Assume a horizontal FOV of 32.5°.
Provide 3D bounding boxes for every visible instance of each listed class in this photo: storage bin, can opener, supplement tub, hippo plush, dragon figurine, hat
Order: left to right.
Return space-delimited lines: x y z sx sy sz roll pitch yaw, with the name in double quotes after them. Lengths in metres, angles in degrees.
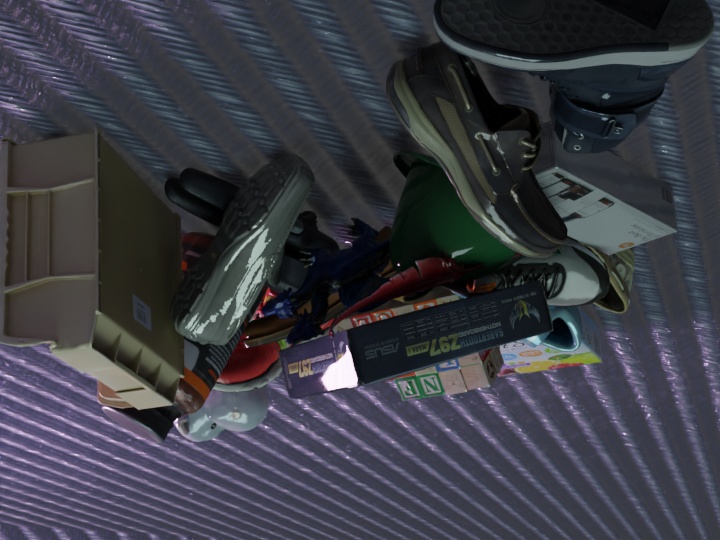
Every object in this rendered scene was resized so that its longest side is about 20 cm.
-0.237 0.007 1.109 0.092 0.201 0.200 -9 158 10 "storage bin"
-0.180 0.069 1.243 0.106 0.202 0.107 24 159 10 "supplement tub"
-0.183 0.110 1.427 0.197 0.163 0.159 -7 159 15 "hippo plush"
-0.098 -0.044 1.179 0.063 0.080 0.199 -26 136 34 "can opener"
0.000 0.000 1.152 0.198 0.100 0.059 -25 118 -3 "dragon figurine"
0.055 0.009 1.079 0.199 0.178 0.165 32 173 -28 "hat"

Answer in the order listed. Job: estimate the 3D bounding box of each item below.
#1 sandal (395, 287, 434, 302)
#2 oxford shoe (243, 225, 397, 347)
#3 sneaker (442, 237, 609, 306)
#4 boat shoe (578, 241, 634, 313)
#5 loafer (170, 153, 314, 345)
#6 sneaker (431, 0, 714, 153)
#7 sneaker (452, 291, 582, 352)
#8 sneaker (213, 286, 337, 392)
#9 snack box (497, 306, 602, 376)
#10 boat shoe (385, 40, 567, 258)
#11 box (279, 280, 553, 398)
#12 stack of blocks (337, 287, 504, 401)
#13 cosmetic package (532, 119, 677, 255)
0.062 0.006 1.316 0.197 0.055 0.082 -4 160 4 "sandal"
-0.040 0.018 1.273 0.198 0.072 0.071 -28 180 6 "oxford shoe"
0.143 0.004 1.187 0.197 0.080 0.075 11 123 -3 "sneaker"
0.223 -0.010 1.272 0.198 0.064 0.073 19 152 -41 "boat shoe"
-0.099 -0.017 1.129 0.069 0.070 0.201 24 112 -35 "loafer"
0.136 -0.145 0.900 0.199 0.078 0.146 2 156 -12 "sneaker"
0.166 0.034 1.284 0.198 0.083 0.074 18 129 -36 "sneaker"
-0.103 0.061 1.344 0.076 0.199 0.086 25 130 32 "sneaker"
0.199 0.073 1.501 0.140 0.054 0.200 -12 156 23 "snack box"
0.103 -0.092 0.949 0.073 0.075 0.200 -33 113 28 "boat shoe"
0.046 0.063 1.088 0.198 0.052 0.157 -14 176 -27 "box"
0.053 0.086 1.427 0.198 0.117 0.059 -12 -163 29 "stack of blocks"
0.204 -0.071 1.133 0.082 0.051 0.199 -19 152 41 "cosmetic package"
